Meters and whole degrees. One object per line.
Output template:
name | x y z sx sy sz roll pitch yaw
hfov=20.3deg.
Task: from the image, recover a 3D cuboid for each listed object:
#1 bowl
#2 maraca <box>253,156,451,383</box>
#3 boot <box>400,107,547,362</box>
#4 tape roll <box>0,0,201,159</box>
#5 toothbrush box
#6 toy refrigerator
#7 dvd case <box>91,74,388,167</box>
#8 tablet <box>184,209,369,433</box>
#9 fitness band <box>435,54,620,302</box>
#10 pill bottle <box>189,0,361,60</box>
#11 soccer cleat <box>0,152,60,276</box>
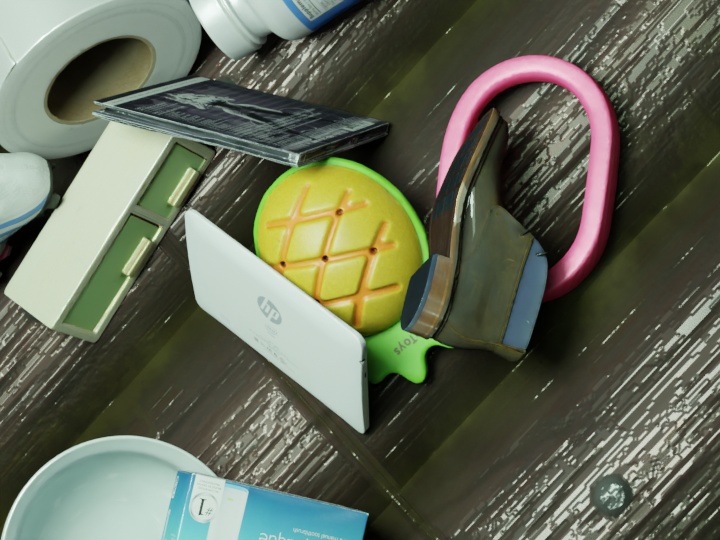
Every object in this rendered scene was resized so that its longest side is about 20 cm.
bowl | -0.196 0.234 1.634 0.201 0.090 0.202 1 85 -15
maraca | 0.000 0.000 1.616 0.137 0.107 0.200 -44 85 20
boot | 0.104 -0.024 1.568 0.097 0.075 0.200 24 69 -11
tape roll | -0.255 -0.211 1.719 0.203 0.203 0.139 -40 67 11
toothbrush box | -0.091 0.269 1.569 0.146 0.085 0.200 15 84 -11
toy refrigerator | -0.213 -0.041 1.732 0.070 0.076 0.200 33 92 26
dvd case | -0.098 -0.125 1.665 0.200 0.149 0.016 16 111 26
tablet | -0.068 0.042 1.629 0.200 0.130 0.014 36 60 26
fitness band | 0.134 -0.073 1.608 0.143 0.037 0.200 4 81 24
pill bottle | -0.044 -0.264 1.687 0.200 0.112 0.112 -31 68 15
soccer cleat | -0.337 -0.044 1.745 0.200 0.086 0.070 -44 50 43
